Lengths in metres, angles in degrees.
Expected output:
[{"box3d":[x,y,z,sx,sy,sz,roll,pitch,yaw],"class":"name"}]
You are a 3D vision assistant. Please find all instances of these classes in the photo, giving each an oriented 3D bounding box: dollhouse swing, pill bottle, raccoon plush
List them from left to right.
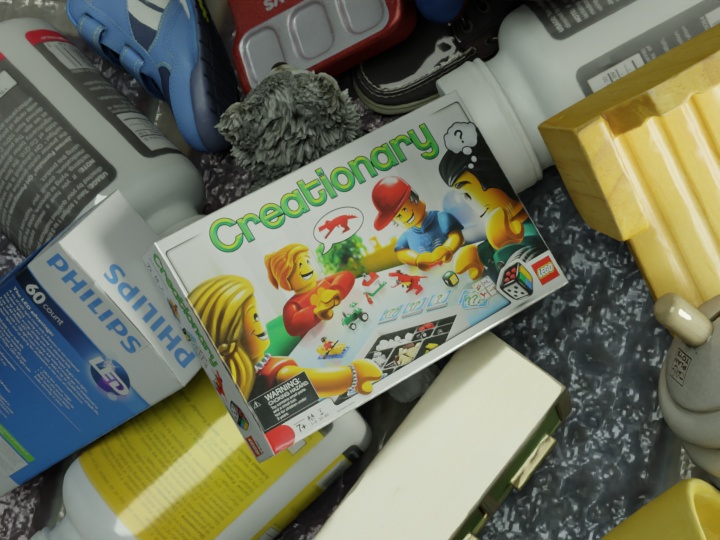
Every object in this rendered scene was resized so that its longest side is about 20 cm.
[{"box3d":[-0.165,-0.050,1.018,0.111,0.111,0.200,-45,73,-3],"class":"pill bottle"},{"box3d":[-0.098,0.123,0.969,0.200,0.112,0.112,-43,73,-3],"class":"pill bottle"},{"box3d":[-0.004,-0.031,0.979,0.097,0.134,0.200,-37,73,-1],"class":"raccoon plush"},{"box3d":[0.150,-0.123,0.989,0.200,0.111,0.111,-28,73,2],"class":"pill bottle"},{"box3d":[0.226,-0.049,0.892,0.200,0.182,0.176,-28,96,1],"class":"dollhouse swing"}]

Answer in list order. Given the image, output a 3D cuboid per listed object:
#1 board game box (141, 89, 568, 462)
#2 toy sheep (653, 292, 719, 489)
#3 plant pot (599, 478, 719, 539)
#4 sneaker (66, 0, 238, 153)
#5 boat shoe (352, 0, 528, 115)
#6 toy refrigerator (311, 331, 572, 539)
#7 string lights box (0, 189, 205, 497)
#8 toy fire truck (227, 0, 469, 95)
[{"box3d":[0.000,0.000,0.910,0.200,0.035,0.126,-29,87,-23],"class":"board game box"},{"box3d":[0.229,0.063,0.901,0.200,0.138,0.138,35,83,-22],"class":"toy sheep"},{"box3d":[0.150,0.239,0.863,0.189,0.201,0.201,-36,72,15],"class":"plant pot"},{"box3d":[-0.136,-0.151,1.069,0.082,0.074,0.200,-25,65,3],"class":"sneaker"},{"box3d":[0.077,-0.172,1.037,0.200,0.065,0.072,-32,68,0],"class":"boat shoe"},{"box3d":[0.038,0.135,0.961,0.070,0.076,0.200,36,84,16],"class":"toy refrigerator"},{"box3d":[-0.173,0.047,0.954,0.200,0.059,0.103,-31,103,42],"class":"string lights box"},{"box3d":[-0.002,-0.209,1.019,0.200,0.112,0.168,-23,75,23],"class":"toy fire truck"}]
